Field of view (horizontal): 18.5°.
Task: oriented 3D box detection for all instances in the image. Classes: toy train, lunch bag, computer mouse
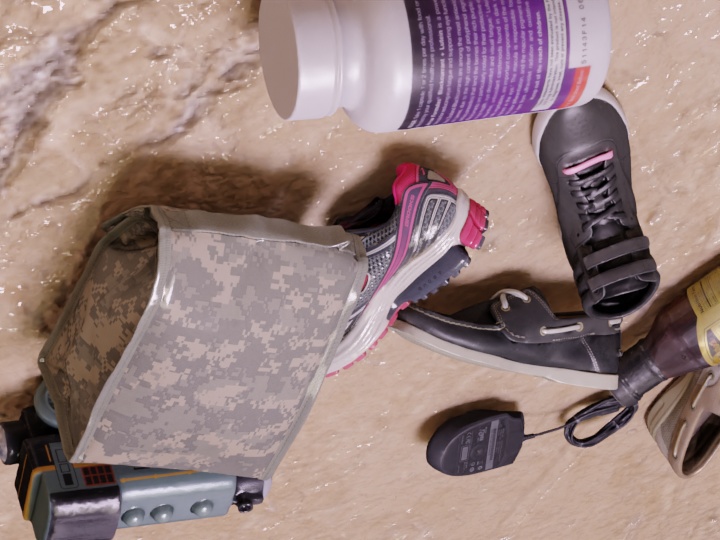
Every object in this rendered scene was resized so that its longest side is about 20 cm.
[{"bbox_3d":[-0.161,0.136,1.596,0.199,0.114,0.085,-4,141,-24],"label":"toy train"},{"bbox_3d":[-0.104,0.034,1.489,0.163,0.118,0.201,8,130,-31],"label":"lunch bag"},{"bbox_3d":[0.140,0.127,1.820,0.199,0.034,0.059,-9,125,-26],"label":"computer mouse"}]

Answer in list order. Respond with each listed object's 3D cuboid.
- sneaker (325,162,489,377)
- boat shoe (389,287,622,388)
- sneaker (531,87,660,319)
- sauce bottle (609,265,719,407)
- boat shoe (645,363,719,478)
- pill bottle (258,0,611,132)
[{"bbox_3d":[0.000,0.000,1.553,0.075,0.081,0.200,38,117,-18],"label":"sneaker"},{"bbox_3d":[0.111,0.043,1.668,0.199,0.072,0.068,11,93,-28],"label":"boat shoe"},{"bbox_3d":[0.173,-0.042,1.559,0.070,0.100,0.201,-19,143,-1],"label":"sneaker"},{"bbox_3d":[0.280,0.038,1.747,0.200,0.066,0.066,-38,141,20],"label":"sauce bottle"},{"bbox_3d":[0.306,0.093,1.828,0.072,0.065,0.200,4,137,-31],"label":"boat shoe"},{"bbox_3d":[0.043,-0.144,1.352,0.199,0.112,0.112,-9,142,-18],"label":"pill bottle"}]
